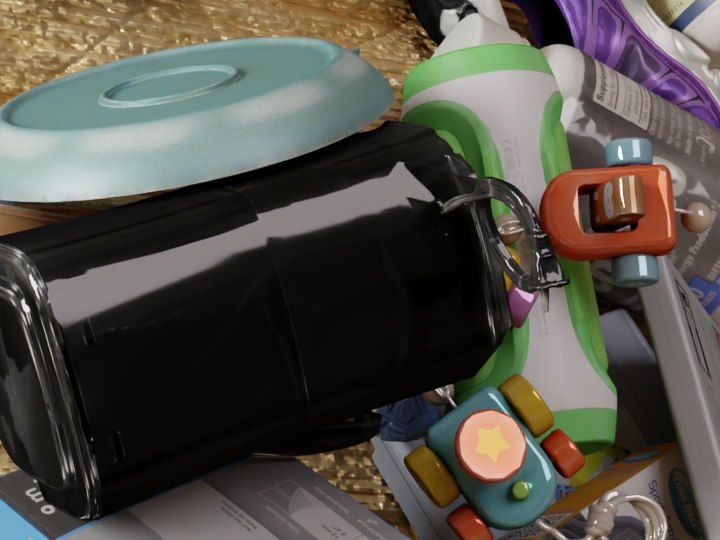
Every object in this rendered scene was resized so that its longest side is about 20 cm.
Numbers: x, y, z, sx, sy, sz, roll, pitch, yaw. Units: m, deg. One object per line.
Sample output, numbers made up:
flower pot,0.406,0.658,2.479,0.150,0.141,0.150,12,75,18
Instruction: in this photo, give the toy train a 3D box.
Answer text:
toy train,0.090,0.033,1.108,0.149,0.056,0.201,2,79,1

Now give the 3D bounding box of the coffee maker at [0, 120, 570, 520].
coffee maker,-0.052,0.011,1.004,0.199,0.192,0.135,-20,79,-24

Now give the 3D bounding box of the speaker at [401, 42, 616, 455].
speaker,0.073,-0.006,1.191,0.088,0.088,0.201,-1,75,-35

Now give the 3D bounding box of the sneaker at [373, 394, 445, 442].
sneaker,0.000,0.000,1.210,0.085,0.077,0.201,3,47,-45

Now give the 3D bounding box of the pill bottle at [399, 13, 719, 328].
pill bottle,0.124,-0.053,1.317,0.199,0.114,0.114,27,47,-14

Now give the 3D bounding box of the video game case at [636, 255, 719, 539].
video game case,0.197,0.113,1.236,0.182,0.022,0.201,45,28,-54

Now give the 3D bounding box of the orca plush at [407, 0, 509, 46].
orca plush,0.018,-0.206,1.384,0.071,0.105,0.201,-23,101,-2

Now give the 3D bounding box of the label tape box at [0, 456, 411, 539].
label tape box,-0.093,0.138,1.021,0.199,0.066,0.143,-17,39,-43

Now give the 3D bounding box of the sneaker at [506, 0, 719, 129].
sneaker,0.146,-0.111,1.403,0.083,0.081,0.200,-42,95,-28

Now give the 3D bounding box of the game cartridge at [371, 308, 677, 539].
game cartridge,0.106,0.102,1.248,0.199,0.040,0.134,-19,74,-42

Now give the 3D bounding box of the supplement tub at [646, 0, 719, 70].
supplement tub,0.205,-0.220,1.473,0.144,0.145,0.201,-15,69,-41

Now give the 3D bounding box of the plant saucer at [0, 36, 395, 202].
plant saucer,-0.084,-0.073,1.083,0.200,0.199,0.028,-26,113,-43

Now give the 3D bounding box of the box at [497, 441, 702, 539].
box,0.124,0.168,1.171,0.199,0.041,0.120,-27,97,-37

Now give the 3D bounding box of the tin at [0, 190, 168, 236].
tin,-0.122,-0.017,1.133,0.199,0.042,0.112,7,14,-30

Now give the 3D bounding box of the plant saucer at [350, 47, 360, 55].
plant saucer,-0.088,-0.080,1.229,0.199,0.070,0.019,-22,98,-42
